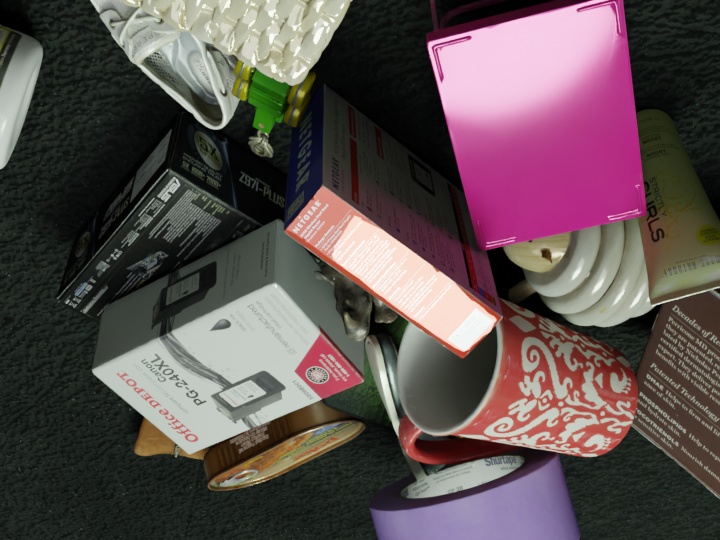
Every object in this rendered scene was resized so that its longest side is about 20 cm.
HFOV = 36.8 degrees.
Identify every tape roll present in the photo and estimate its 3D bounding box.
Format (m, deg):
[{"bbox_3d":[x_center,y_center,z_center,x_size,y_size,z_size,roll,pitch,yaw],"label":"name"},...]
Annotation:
[{"bbox_3d":[0.112,0.244,1.074,0.197,0.200,0.086,-17,89,16],"label":"tape roll"}]

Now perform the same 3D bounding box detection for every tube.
[{"bbox_3d":[0.254,-0.054,0.878,0.051,0.202,0.058,21,131,-20],"label":"tube"}]

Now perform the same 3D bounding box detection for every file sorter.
[{"bbox_3d":[0.137,-0.144,0.851,0.136,0.127,0.202,-11,132,10],"label":"file sorter"}]

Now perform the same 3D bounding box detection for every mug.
[{"bbox_3d":[0.136,0.104,0.996,0.198,0.136,0.176,17,153,-35],"label":"mug"}]

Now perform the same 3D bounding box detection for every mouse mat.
[{"bbox_3d":[0.068,0.098,1.075,0.159,0.008,0.201,22,126,-16],"label":"mouse mat"}]

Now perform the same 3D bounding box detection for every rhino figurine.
[{"bbox_3d":[0.000,0.000,0.919,0.059,0.200,0.089,-8,109,12],"label":"rhino figurine"}]

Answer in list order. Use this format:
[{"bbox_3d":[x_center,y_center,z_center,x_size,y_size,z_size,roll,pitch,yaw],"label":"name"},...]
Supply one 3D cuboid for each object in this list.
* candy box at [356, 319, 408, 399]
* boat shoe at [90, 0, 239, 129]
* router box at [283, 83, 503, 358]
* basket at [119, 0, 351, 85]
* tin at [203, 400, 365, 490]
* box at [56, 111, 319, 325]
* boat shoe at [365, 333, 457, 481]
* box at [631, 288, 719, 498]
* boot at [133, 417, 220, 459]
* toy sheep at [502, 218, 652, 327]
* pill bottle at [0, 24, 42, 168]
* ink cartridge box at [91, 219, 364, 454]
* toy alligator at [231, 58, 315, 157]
[{"bbox_3d":[0.097,0.106,1.123,0.198,0.057,0.117,28,127,-20],"label":"candy box"},{"bbox_3d":[-0.162,-0.194,0.851,0.070,0.070,0.200,-28,125,26],"label":"boat shoe"},{"bbox_3d":[0.024,-0.046,0.879,0.178,0.201,0.049,36,114,-19],"label":"router box"},{"bbox_3d":[-0.079,-0.268,0.724,0.196,0.162,0.201,23,130,-19],"label":"basket"},{"bbox_3d":[-0.085,0.189,1.182,0.198,0.042,0.111,-30,153,24],"label":"tin"},{"bbox_3d":[-0.156,-0.018,0.996,0.162,0.087,0.200,31,126,-25],"label":"box"},{"bbox_3d":[0.054,0.127,1.058,0.061,0.073,0.202,-21,131,-1],"label":"boat shoe"},{"bbox_3d":[0.368,0.081,0.980,0.164,0.164,0.202,-26,141,-31],"label":"box"},{"bbox_3d":[-0.149,0.154,1.166,0.185,0.069,0.202,3,136,-11],"label":"boot"},{"bbox_3d":[0.213,-0.011,0.971,0.197,0.139,0.139,10,133,-27],"label":"toy sheep"},{"bbox_3d":[-0.363,-0.164,0.855,0.197,0.113,0.113,19,130,-15],"label":"pill bottle"},{"bbox_3d":[-0.115,0.065,0.956,0.198,0.084,0.146,-25,129,20],"label":"ink cartridge box"},{"bbox_3d":[-0.068,-0.150,0.880,0.059,0.055,0.200,27,164,-1],"label":"toy alligator"}]
